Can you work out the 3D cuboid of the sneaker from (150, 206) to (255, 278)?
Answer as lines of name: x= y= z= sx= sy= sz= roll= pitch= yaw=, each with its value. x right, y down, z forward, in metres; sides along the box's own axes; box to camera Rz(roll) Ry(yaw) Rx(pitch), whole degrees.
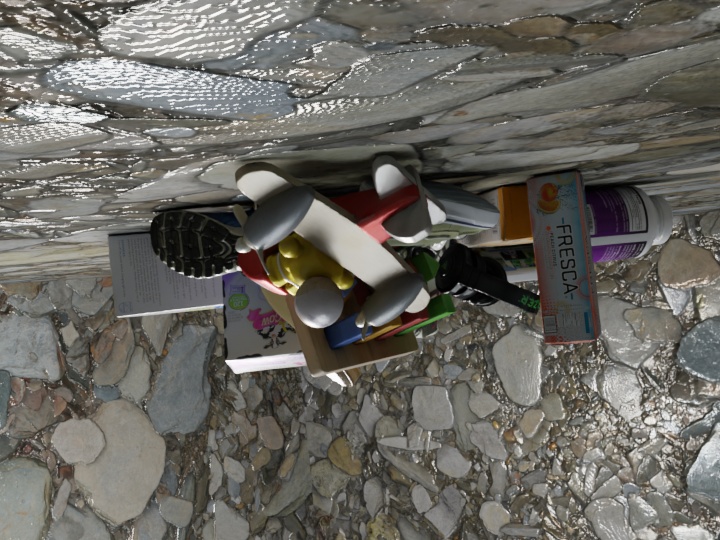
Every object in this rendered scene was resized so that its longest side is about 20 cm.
sneaker: x=-0.153 y=-0.034 z=0.937 sx=0.197 sy=0.080 sz=0.089 roll=8 pitch=-166 yaw=0

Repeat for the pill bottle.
pill bottle: x=0.373 y=-0.070 z=1.206 sx=0.197 sy=0.114 sz=0.112 roll=-5 pitch=179 yaw=-14

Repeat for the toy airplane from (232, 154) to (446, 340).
toy airplane: x=-0.018 y=-0.017 z=0.705 sx=0.197 sy=0.143 sz=0.200 roll=12 pitch=153 yaw=-3

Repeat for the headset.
headset: x=0.136 y=0.021 z=1.006 sx=0.199 sy=0.095 sz=0.123 roll=27 pitch=-175 yaw=38

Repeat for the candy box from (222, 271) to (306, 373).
candy box: x=-0.099 y=0.026 z=1.050 sx=0.165 sy=0.203 sz=0.072 roll=-6 pitch=160 yaw=0

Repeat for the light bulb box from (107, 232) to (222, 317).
light bulb box: x=-0.299 y=0.005 z=1.267 sx=0.197 sy=0.127 sz=0.198 roll=-6 pitch=179 yaw=-17

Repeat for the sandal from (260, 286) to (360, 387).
sandal: x=-0.046 y=0.048 z=0.930 sx=0.077 sy=0.213 sz=0.070 roll=12 pitch=-125 yaw=40

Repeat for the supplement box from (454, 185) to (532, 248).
supplement box: x=0.222 y=-0.075 z=1.126 sx=0.124 sy=0.075 sz=0.200 roll=-5 pitch=180 yaw=-12

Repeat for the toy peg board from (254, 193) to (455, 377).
toy peg board: x=0.007 y=-0.005 z=0.876 sx=0.097 sy=0.203 sz=0.198 roll=-27 pitch=167 yaw=32

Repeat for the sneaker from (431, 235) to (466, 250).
sneaker: x=0.088 y=-0.073 z=1.021 sx=0.079 sy=0.075 sz=0.200 roll=9 pitch=173 yaw=-6

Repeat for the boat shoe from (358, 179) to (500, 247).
boat shoe: x=0.070 y=-0.058 z=0.851 sx=0.198 sy=0.063 sz=0.072 roll=2 pitch=-152 yaw=-38

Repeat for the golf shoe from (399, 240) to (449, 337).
golf shoe: x=0.099 y=0.001 z=1.157 sx=0.087 sy=0.203 sz=0.077 roll=14 pitch=-177 yaw=-45

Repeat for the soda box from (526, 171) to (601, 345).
soda box: x=0.248 y=-0.015 z=0.950 sx=0.063 sy=0.204 sz=0.068 roll=-6 pitch=180 yaw=23

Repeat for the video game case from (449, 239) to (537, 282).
video game case: x=0.217 y=-0.045 z=1.257 sx=0.197 sy=0.022 sz=0.183 roll=-5 pitch=-140 yaw=-19
